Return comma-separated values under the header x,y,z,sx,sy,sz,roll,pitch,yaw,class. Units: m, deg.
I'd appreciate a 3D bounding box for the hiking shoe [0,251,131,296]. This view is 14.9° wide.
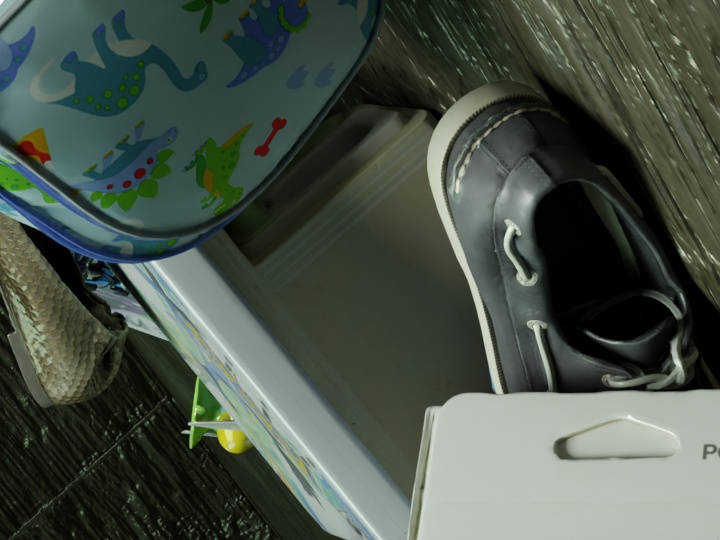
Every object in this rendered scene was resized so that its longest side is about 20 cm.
x,y,z,sx,sy,sz,roll,pitch,yaw,class
-0.102,-0.020,1.258,0.087,0.199,0.075,58,150,21,hiking shoe

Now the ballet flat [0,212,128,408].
x,y,z,sx,sy,sz,roll,pitch,yaw,class
-0.141,-0.025,1.145,0.068,0.046,0.201,-91,-15,-55,ballet flat

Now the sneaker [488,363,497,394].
x,y,z,sx,sy,sz,roll,pitch,yaw,class
0.085,0.056,1.067,0.200,0.082,0.074,55,172,-28,sneaker

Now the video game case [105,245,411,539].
x,y,z,sx,sy,sz,roll,pitch,yaw,class
-0.057,0.032,1.136,0.200,0.022,0.182,50,172,-4,video game case

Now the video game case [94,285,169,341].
x,y,z,sx,sy,sz,roll,pitch,yaw,class
-0.075,0.020,1.421,0.181,0.023,0.200,19,168,10,video game case

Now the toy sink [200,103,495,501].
x,y,z,sx,sy,sz,roll,pitch,yaw,class
0.000,0.000,1.165,0.200,0.112,0.130,51,171,-12,toy sink

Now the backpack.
x,y,z,sx,sy,sz,roll,pitch,yaw,class
-0.082,-0.096,0.933,0.147,0.183,0.200,39,179,37,backpack

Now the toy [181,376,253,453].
x,y,z,sx,sy,sz,roll,pitch,yaw,class
0.014,0.068,1.354,0.115,0.199,0.048,134,137,-81,toy

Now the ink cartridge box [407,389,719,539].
x,y,z,sx,sy,sz,roll,pitch,yaw,class
0.113,0.129,0.998,0.146,0.083,0.200,-2,147,21,ink cartridge box

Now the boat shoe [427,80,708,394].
x,y,z,sx,sy,sz,roll,pitch,yaw,class
0.084,0.025,0.969,0.063,0.072,0.201,44,166,53,boat shoe
